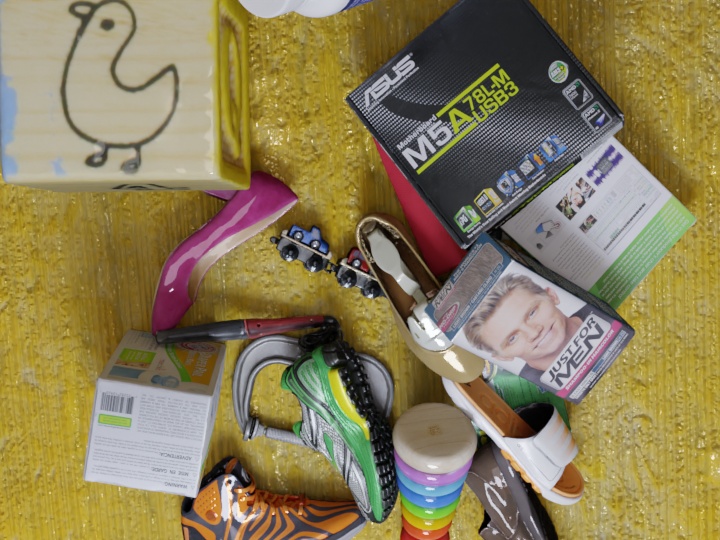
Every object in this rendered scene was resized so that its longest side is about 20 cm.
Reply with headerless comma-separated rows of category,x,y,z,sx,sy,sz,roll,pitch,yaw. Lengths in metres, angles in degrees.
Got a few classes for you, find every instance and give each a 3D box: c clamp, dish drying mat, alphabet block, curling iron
c clamp,-0.048,0.160,1.423,0.199,0.027,0.172,19,99,-4
dish drying mat,0.065,-0.096,1.356,0.077,0.018,0.201,-22,92,34
alphabet block,-0.215,-0.173,1.260,0.198,0.196,0.197,-2,92,4
curling iron,-0.111,0.066,1.381,0.198,0.050,0.026,2,132,-15

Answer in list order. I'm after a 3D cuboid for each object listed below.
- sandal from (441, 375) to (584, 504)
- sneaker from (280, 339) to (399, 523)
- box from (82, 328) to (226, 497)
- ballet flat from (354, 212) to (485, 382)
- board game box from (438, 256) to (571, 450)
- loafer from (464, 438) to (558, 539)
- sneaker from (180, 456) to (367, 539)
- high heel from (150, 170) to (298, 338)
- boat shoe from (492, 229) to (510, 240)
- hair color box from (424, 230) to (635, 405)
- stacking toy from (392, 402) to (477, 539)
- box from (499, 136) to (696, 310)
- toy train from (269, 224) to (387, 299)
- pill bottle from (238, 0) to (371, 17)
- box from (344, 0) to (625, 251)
sandal,0.169,0.158,1.367,0.207,0.079,0.059,43,117,-13
sneaker,-0.017,0.172,1.389,0.085,0.078,0.201,-18,101,22
box,-0.199,0.136,1.330,0.112,0.200,0.102,9,100,-4
ballet flat,0.052,0.027,1.336,0.068,0.063,0.200,-37,75,7
board game box,0.150,0.091,1.400,0.104,0.023,0.201,-15,109,1
loafer,0.161,0.269,1.425,0.071,0.073,0.201,-20,102,14
sneaker,-0.097,0.249,1.413,0.199,0.078,0.113,-14,101,2
high heel,-0.142,-0.010,1.374,0.095,0.067,0.201,24,86,6
boat shoe,0.111,-0.123,1.353,0.062,0.073,0.201,-10,104,-2
hair color box,0.168,0.050,1.304,0.199,0.061,0.100,27,105,-37
stacking toy,0.069,0.233,1.382,0.085,0.086,0.201,3,131,-1
box,0.228,-0.060,1.352,0.200,0.036,0.144,39,95,-24
toy train,0.000,0.000,1.391,0.199,0.034,0.046,24,87,-8
pill bottle,-0.025,-0.303,1.247,0.199,0.119,0.120,-29,102,-39
box,0.119,-0.154,1.286,0.200,0.048,0.194,-38,81,8
